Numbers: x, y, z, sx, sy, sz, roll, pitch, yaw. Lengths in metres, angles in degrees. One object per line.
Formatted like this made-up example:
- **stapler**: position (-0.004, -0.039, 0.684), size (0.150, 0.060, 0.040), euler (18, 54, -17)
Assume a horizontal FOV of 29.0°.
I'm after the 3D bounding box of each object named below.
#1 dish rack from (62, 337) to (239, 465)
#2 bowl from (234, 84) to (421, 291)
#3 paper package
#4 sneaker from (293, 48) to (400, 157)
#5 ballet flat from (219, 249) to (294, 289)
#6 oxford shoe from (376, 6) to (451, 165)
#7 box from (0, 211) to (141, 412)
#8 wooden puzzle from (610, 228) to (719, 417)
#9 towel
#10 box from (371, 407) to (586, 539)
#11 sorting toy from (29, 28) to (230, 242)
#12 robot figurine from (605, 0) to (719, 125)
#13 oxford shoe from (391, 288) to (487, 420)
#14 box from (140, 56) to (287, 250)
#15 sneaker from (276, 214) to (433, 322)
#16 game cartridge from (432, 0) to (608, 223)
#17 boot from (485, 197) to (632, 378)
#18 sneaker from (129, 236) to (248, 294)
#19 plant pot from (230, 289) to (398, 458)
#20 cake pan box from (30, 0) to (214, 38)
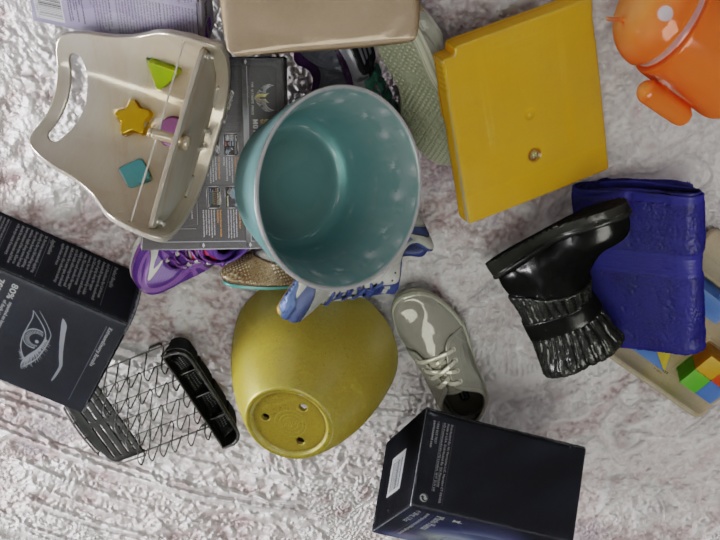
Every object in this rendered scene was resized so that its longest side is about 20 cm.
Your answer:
- **dish rack**: position (-0.260, 0.170, 1.690), size (0.199, 0.055, 0.154), euler (-21, 119, 14)
- **bowl**: position (-0.046, -0.085, 1.396), size (0.200, 0.105, 0.202), euler (-5, 99, -34)
- **paper package**: position (-0.042, -0.308, 1.311), size (0.189, 0.103, 0.202), euler (-4, 98, 4)
- **sneaker**: position (-0.009, -0.164, 1.471), size (0.087, 0.075, 0.201), euler (-11, 113, 24)
- **ballet flat**: position (-0.058, -0.014, 1.555), size (0.199, 0.071, 0.066), euler (0, 114, -19)
- **oxford shoe**: position (0.071, -0.194, 1.448), size (0.075, 0.058, 0.201), euler (4, 135, 32)
- **box**: position (-0.369, 0.046, 1.583), size (0.199, 0.105, 0.148), euler (25, 120, -15)
- **wooden puzzle**: position (0.403, 0.072, 1.617), size (0.185, 0.046, 0.200), euler (34, 117, -18)
- **towel**: position (0.312, -0.007, 1.543), size (0.147, 0.050, 0.201), euler (7, 119, 28)
- **box**: position (0.136, 0.262, 1.648), size (0.197, 0.124, 0.200), euler (13, 159, -8)
- **sorting toy**: position (-0.236, -0.153, 1.388), size (0.179, 0.107, 0.201), euler (19, 98, 7)
- **robot figurine**: position (0.334, -0.227, 1.384), size (0.199, 0.117, 0.144), euler (31, 119, -17)
- **oxford shoe**: position (0.098, 0.106, 1.631), size (0.075, 0.058, 0.201), euler (-20, 119, 16)
- **box**: position (-0.153, -0.123, 1.459), size (0.157, 0.048, 0.202), euler (-1, 98, 1)
- **sneaker**: position (0.000, 0.000, 1.496), size (0.088, 0.200, 0.075), euler (49, 158, -1)
- **game cartridge**: position (0.168, -0.167, 1.442), size (0.175, 0.032, 0.201), euler (-21, 121, -15)
- **boot**: position (0.244, 0.021, 1.511), size (0.211, 0.079, 0.159), euler (-30, 89, 52)
- **sneaker**: position (-0.178, -0.031, 1.542), size (0.199, 0.084, 0.081), euler (-32, 117, 21)
- **plant pot**: position (-0.067, 0.131, 1.589), size (0.198, 0.142, 0.201), euler (7, 124, 10)
- **cake pan box**: position (-0.235, -0.303, 1.337), size (0.183, 0.053, 0.201), euler (13, 143, 8)
